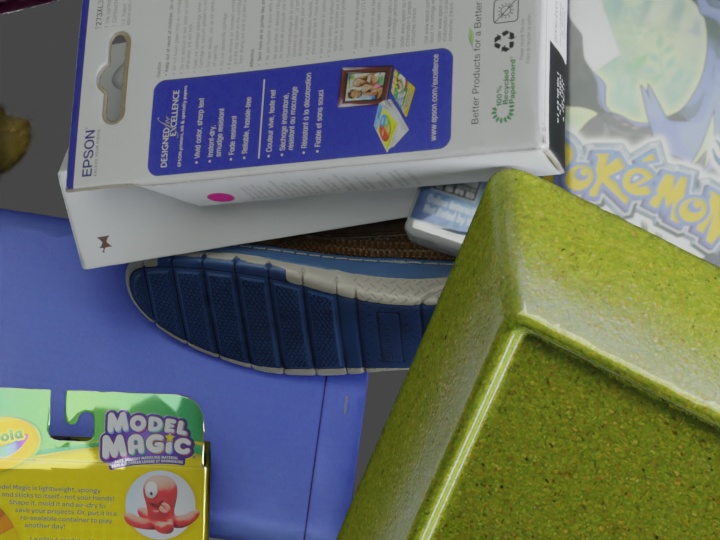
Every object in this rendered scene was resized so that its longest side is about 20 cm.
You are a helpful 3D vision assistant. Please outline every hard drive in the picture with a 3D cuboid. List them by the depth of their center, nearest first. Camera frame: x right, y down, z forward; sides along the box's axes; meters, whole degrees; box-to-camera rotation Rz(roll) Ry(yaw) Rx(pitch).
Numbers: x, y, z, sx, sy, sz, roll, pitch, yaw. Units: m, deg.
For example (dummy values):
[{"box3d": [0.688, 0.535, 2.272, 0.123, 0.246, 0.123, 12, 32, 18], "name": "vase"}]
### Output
[{"box3d": [-0.097, 0.048, 1.006, 0.199, 0.025, 0.133, 9, 73, -2], "name": "hard drive"}]

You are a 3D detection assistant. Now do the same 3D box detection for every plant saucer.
[{"box3d": [0.098, 0.092, 0.857, 0.199, 0.048, 0.201, 27, 118, 9], "name": "plant saucer"}]

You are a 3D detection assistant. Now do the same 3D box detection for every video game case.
[{"box3d": [0.139, -0.067, 0.873, 0.199, 0.022, 0.183, 18, 80, 14], "name": "video game case"}]

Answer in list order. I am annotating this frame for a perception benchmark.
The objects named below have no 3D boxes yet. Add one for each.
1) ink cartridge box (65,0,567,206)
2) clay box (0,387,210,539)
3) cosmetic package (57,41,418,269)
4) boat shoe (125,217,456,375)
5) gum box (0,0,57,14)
[{"box3d": [-0.017, -0.078, 0.887, 0.199, 0.037, 0.095, -3, 71, 19], "name": "ink cartridge box"}, {"box3d": [-0.121, 0.145, 0.959, 0.114, 0.048, 0.201, 3, 98, -1], "name": "clay box"}, {"box3d": [-0.020, -0.067, 0.986, 0.199, 0.151, 0.052, -9, 117, 6], "name": "cosmetic package"}, {"box3d": [0.000, 0.000, 0.985, 0.199, 0.072, 0.073, 7, 51, 4], "name": "boat shoe"}, {"box3d": [-0.121, -0.201, 1.078, 0.199, 0.066, 0.114, -13, 73, 7], "name": "gum box"}]
